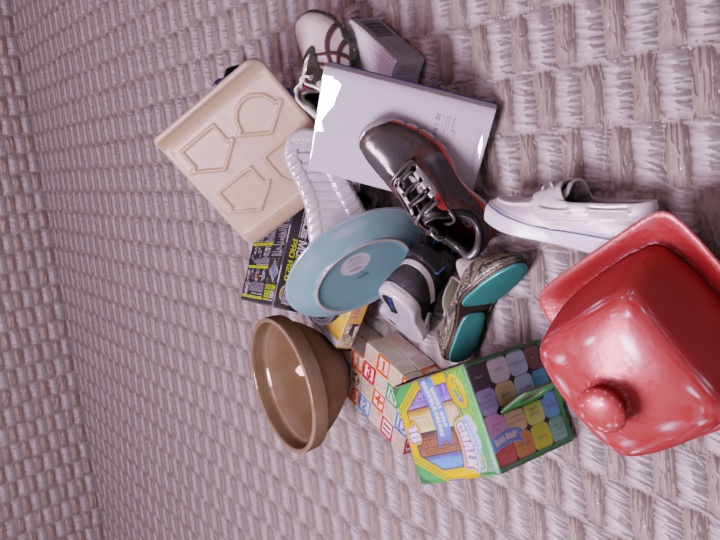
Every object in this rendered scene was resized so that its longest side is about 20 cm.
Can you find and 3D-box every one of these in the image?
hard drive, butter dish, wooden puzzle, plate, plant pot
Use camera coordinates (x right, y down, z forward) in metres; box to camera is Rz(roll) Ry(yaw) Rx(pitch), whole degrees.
[{"bbox_3d":[0.045,-0.155,0.960,0.198,0.025,0.133,15,123,4],"label":"hard drive"},{"bbox_3d":[0.242,0.087,0.724,0.200,0.148,0.199,51,144,5],"label":"butter dish"},{"bbox_3d":[-0.139,-0.156,1.081,0.185,0.200,0.046,-34,26,21],"label":"wooden puzzle"},{"bbox_3d":[0.000,0.000,1.040,0.026,0.199,0.201,59,143,31],"label":"plate"},{"bbox_3d":[-0.079,0.158,1.208,0.200,0.092,0.203,30,126,51],"label":"plant pot"}]

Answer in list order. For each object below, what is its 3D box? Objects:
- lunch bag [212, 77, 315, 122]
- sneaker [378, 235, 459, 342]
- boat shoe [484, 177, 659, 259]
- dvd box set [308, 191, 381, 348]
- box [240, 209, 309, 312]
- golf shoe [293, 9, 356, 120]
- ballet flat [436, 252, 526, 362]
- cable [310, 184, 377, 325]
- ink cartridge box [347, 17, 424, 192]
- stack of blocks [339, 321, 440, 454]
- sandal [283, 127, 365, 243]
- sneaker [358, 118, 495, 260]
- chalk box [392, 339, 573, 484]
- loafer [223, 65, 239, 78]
[{"bbox_3d":[-0.134,-0.219,1.192,0.200,0.159,0.076,-113,33,-56],"label":"lunch bag"},{"bbox_3d":[0.083,0.021,1.052,0.073,0.112,0.200,36,169,12],"label":"sneaker"},{"bbox_3d":[0.211,-0.062,0.830,0.199,0.073,0.066,17,111,42],"label":"boat shoe"},{"bbox_3d":[-0.025,-0.011,1.178,0.146,0.029,0.201,44,119,46],"label":"dvd box set"},{"bbox_3d":[-0.128,-0.022,1.286,0.200,0.044,0.162,-179,101,-68],"label":"box"},{"bbox_3d":[-0.047,-0.252,1.040,0.201,0.088,0.077,63,146,22],"label":"golf shoe"},{"bbox_3d":[0.131,0.028,0.982,0.201,0.067,0.076,111,143,-46],"label":"ballet flat"},{"bbox_3d":[-0.016,-0.014,1.124,0.096,0.050,0.202,18,115,22],"label":"cable"},{"bbox_3d":[0.011,-0.217,1.090,0.109,0.050,0.201,50,139,35],"label":"ink cartridge box"},{"bbox_3d":[0.033,0.150,1.173,0.200,0.058,0.116,39,131,45],"label":"stack of blocks"},{"bbox_3d":[-0.037,-0.088,1.057,0.050,0.082,0.204,-87,-19,-72],"label":"sandal"},{"bbox_3d":[0.076,-0.090,0.926,0.200,0.082,0.077,40,122,-9],"label":"sneaker"},{"bbox_3d":[0.150,0.160,0.939,0.200,0.124,0.125,-29,76,57],"label":"chalk box"},{"bbox_3d":[-0.178,-0.242,1.359,0.072,0.072,0.201,116,141,-56],"label":"loafer"}]
